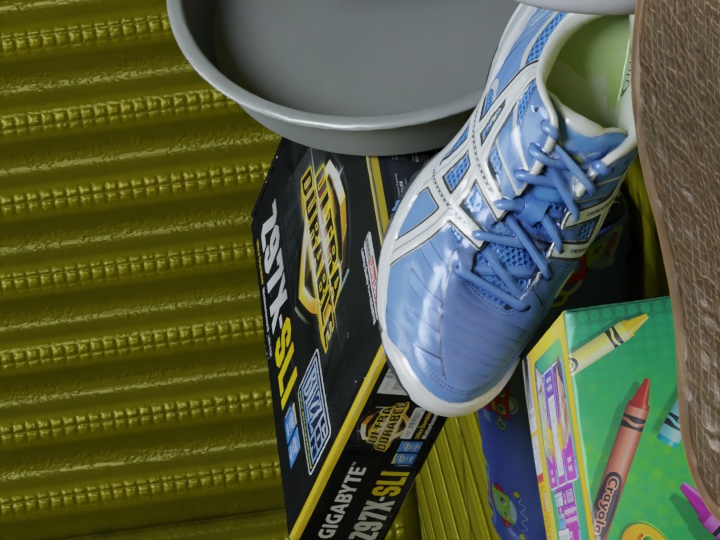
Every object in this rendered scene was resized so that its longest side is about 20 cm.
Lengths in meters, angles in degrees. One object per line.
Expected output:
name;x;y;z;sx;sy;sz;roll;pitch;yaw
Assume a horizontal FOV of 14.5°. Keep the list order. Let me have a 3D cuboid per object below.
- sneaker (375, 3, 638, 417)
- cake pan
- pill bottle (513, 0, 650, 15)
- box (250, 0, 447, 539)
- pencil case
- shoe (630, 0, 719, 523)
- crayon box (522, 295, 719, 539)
sneaker;0.064;-0.037;1.130;0.077;0.076;0.200;176;116;-78
cake pan;0.015;-0.127;1.247;0.037;0.200;0.200;76;-177;-50
pill bottle;0.071;-0.183;0.800;0.109;0.109;0.200;-102;5;-59
box;0.000;0.000;1.276;0.160;0.049;0.200;112;157;-46
pencil case;0.093;0.040;1.332;0.078;0.087;0.200;38;144;48
shoe;0.118;-0.021;0.802;0.070;0.053;0.200;-141;39;-57
crayon box;0.103;0.079;1.067;0.200;0.058;0.119;99;163;-83
